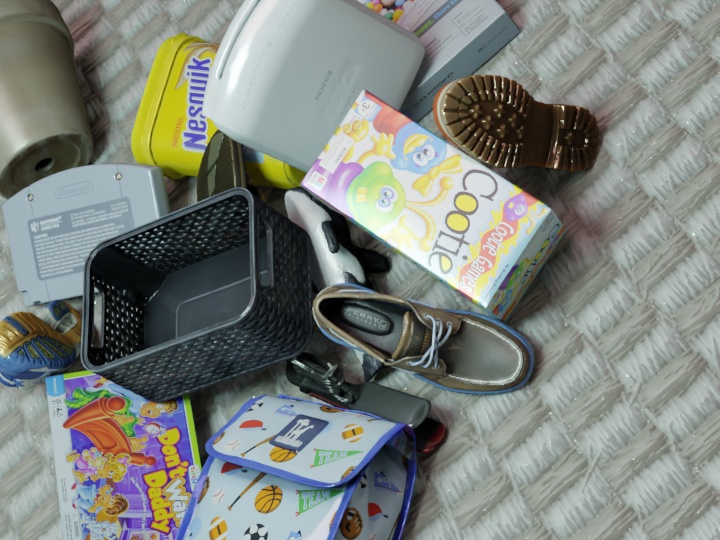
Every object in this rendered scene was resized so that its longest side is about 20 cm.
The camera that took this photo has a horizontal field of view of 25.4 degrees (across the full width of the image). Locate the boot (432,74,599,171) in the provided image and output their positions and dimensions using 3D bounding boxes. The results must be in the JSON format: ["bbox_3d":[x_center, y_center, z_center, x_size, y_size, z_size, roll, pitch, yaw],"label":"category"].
[{"bbox_3d":[0.112,-0.128,1.409,0.107,0.200,0.075,13,91,41],"label":"boot"}]

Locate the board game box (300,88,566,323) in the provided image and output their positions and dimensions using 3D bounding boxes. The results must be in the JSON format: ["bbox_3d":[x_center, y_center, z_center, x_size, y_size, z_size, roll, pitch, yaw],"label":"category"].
[{"bbox_3d":[0.066,-0.055,1.401,0.200,0.103,0.105,34,90,17],"label":"board game box"}]

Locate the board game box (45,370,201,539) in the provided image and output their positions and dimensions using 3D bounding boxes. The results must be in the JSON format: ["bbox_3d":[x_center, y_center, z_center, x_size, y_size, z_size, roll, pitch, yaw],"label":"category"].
[{"bbox_3d":[-0.217,0.184,1.497,0.134,0.045,0.200,-9,55,-8],"label":"board game box"}]

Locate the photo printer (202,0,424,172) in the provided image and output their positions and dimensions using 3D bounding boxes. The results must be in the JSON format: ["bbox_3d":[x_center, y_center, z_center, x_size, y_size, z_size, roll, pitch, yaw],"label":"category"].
[{"bbox_3d":[-0.048,-0.180,1.482,0.069,0.200,0.167,32,97,43],"label":"photo printer"}]

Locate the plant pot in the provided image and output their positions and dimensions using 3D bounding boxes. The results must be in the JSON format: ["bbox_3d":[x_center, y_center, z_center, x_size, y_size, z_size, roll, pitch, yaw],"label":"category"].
[{"bbox_3d":[-0.383,-0.179,1.763,0.200,0.200,0.174,-38,67,9],"label":"plant pot"}]

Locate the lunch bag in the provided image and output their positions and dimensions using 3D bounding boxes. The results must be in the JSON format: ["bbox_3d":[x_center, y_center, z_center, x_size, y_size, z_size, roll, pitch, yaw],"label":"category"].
[{"bbox_3d":[-0.056,0.208,1.371,0.170,0.124,0.201,9,68,36],"label":"lunch bag"}]

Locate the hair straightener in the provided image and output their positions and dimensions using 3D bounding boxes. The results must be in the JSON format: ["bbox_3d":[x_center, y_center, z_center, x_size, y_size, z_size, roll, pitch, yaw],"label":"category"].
[{"bbox_3d":[-0.013,0.099,1.435,0.200,0.077,0.041,25,65,41],"label":"hair straightener"}]

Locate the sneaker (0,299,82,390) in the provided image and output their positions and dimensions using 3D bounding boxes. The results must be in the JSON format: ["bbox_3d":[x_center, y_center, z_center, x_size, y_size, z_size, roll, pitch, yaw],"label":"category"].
[{"bbox_3d":[-0.328,0.090,1.585,0.075,0.200,0.088,45,100,4],"label":"sneaker"}]

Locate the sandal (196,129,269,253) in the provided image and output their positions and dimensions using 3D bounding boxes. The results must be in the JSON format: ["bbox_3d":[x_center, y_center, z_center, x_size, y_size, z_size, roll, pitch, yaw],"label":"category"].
[{"bbox_3d":[-0.110,-0.040,1.559,0.082,0.054,0.201,-24,80,52],"label":"sandal"}]

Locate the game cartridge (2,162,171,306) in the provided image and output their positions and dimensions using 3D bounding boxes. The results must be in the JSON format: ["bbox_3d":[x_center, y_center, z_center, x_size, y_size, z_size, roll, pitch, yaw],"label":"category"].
[{"bbox_3d":[-0.281,-0.042,1.668,0.199,0.040,0.134,-10,94,27],"label":"game cartridge"}]

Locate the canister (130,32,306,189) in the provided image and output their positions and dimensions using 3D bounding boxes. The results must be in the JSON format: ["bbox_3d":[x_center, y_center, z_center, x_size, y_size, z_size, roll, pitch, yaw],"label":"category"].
[{"bbox_3d":[-0.122,-0.160,1.632,0.199,0.086,0.149,10,79,34],"label":"canister"}]

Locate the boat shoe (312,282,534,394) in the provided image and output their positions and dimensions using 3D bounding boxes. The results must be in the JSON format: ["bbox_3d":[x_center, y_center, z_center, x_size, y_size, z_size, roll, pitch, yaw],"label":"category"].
[{"bbox_3d":[0.050,0.062,1.379,0.199,0.072,0.073,13,91,13],"label":"boat shoe"}]

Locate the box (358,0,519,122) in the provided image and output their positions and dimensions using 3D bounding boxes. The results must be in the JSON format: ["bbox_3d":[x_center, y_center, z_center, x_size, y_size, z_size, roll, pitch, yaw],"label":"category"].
[{"bbox_3d":[0.046,-0.254,1.613,0.156,0.041,0.200,-40,50,7],"label":"box"}]

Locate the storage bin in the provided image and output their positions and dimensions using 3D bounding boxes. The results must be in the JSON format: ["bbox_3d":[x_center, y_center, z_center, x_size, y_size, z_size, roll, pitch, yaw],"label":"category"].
[{"bbox_3d":[-0.150,0.025,1.464,0.199,0.094,0.136,-19,58,27],"label":"storage bin"}]

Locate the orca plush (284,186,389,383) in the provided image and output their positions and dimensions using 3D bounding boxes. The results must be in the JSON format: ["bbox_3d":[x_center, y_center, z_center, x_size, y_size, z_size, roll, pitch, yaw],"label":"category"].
[{"bbox_3d":[0.000,0.000,1.485,0.071,0.105,0.200,-18,52,-20],"label":"orca plush"}]
